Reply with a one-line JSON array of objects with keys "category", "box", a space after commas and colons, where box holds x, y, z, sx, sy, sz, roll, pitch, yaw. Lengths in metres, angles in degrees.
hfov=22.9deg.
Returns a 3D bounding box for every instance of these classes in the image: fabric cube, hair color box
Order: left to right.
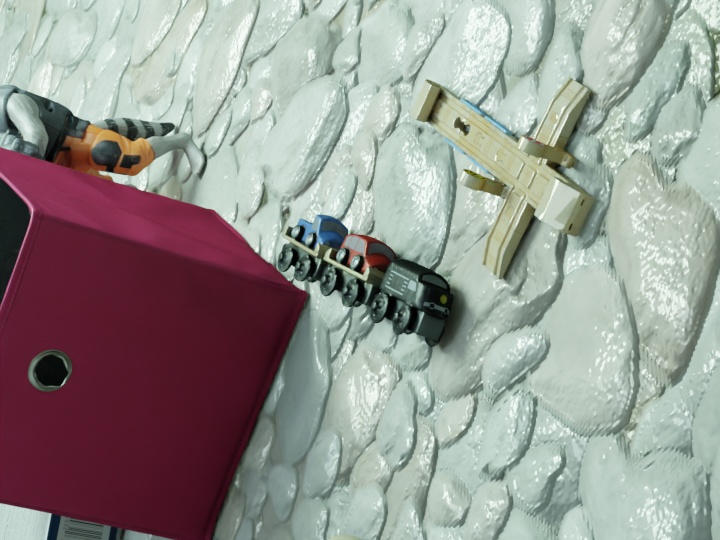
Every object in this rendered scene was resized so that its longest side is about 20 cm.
[{"category": "hair color box", "box": [-0.251, 0.187, 1.391, 0.200, 0.061, 0.100, -9, 68, 58]}, {"category": "fabric cube", "box": [-0.188, 0.047, 1.215, 0.200, 0.199, 0.196, 37, 107, 59]}]

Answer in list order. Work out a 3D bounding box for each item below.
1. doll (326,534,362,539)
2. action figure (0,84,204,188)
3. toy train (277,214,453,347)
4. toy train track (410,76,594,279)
[{"category": "doll", "box": [-0.043, 0.225, 1.026, 0.200, 0.048, 0.136, -56, 44, 31]}, {"category": "action figure", "box": [-0.246, -0.091, 1.390, 0.200, 0.193, 0.105, -18, 59, 56]}, {"category": "toy train", "box": [0.000, 0.000, 1.083, 0.200, 0.034, 0.046, 26, 95, 60]}, {"category": "toy train track", "box": [0.068, -0.070, 1.003, 0.115, 0.033, 0.200, -66, 29, 13]}]
